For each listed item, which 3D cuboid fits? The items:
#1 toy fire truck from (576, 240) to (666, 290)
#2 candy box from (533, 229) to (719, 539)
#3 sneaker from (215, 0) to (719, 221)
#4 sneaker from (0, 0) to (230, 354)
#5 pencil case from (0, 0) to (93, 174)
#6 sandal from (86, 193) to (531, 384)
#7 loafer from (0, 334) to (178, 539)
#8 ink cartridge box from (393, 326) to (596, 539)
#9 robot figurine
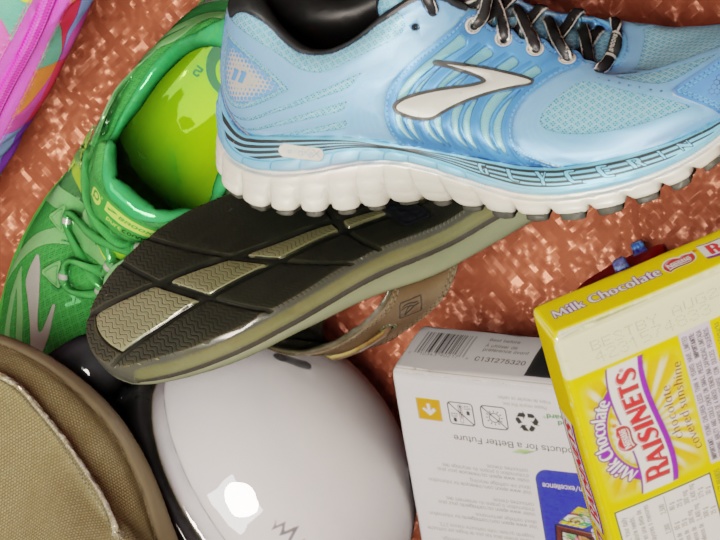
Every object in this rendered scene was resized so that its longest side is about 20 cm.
[{"bbox_3d":[0.153,-0.033,1.005,0.200,0.049,0.141,-23,94,22],"label":"toy fire truck"},{"bbox_3d":[0.130,0.078,0.986,0.102,0.026,0.200,-21,123,-7],"label":"candy box"},{"bbox_3d":[0.042,-0.070,0.962,0.200,0.078,0.090,-2,114,13],"label":"sneaker"},{"bbox_3d":[-0.087,-0.026,1.067,0.074,0.084,0.200,34,111,8],"label":"sneaker"},{"bbox_3d":[-0.142,-0.095,1.038,0.088,0.088,0.200,41,134,6],"label":"pencil case"},{"bbox_3d":[0.001,0.000,1.013,0.201,0.080,0.057,-21,125,-14],"label":"sandal"},{"bbox_3d":[-0.101,0.106,0.978,0.076,0.067,0.200,-43,76,20],"label":"loafer"},{"bbox_3d":[0.073,0.114,1.049,0.095,0.037,0.200,5,122,24],"label":"ink cartridge box"},{"bbox_3d":[-0.073,0.102,1.073,0.200,0.150,0.125,-34,66,22],"label":"robot figurine"}]
